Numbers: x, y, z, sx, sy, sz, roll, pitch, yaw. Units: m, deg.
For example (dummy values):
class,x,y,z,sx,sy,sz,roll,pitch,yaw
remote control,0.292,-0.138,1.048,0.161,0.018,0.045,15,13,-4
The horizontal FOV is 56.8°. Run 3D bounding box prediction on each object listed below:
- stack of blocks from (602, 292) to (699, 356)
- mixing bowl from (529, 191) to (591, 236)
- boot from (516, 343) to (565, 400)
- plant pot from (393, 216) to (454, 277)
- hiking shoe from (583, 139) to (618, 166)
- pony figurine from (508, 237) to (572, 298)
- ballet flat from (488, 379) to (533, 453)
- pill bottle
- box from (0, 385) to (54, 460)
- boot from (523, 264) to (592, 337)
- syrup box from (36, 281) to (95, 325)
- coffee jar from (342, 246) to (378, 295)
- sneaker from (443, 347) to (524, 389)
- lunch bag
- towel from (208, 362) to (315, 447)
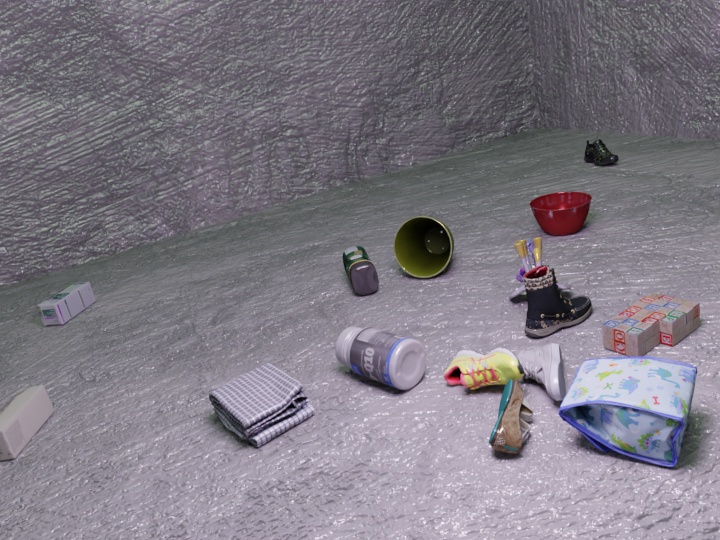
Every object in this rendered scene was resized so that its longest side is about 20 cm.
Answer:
class,x,y,z,sx,sy,sz,roll,pitch,yaw
stack of blocks,0.642,0.121,1.467,0.199,0.059,0.115,-23,24,-30
mixing bowl,0.663,-0.181,2.197,0.198,0.109,0.200,-9,20,3
boot,0.368,0.213,1.372,0.095,0.074,0.200,-12,11,18
plant pot,0.222,-0.084,2.115,0.186,0.189,0.200,-3,6,21
hiking shoe,1.046,-0.518,2.909,0.075,0.101,0.200,-18,21,-17
pony figurine,0.448,0.019,1.709,0.165,0.202,0.193,-11,3,19
ballet flat,0.289,0.278,1.254,0.065,0.071,0.200,23,32,11
pill bottle,0.042,0.193,1.517,0.113,0.115,0.199,-27,25,-38
box,-0.814,0.360,1.579,0.068,0.083,0.200,-10,19,5
boot,0.472,0.058,1.590,0.202,0.155,0.073,-21,22,-24
syrup box,-1.036,0.116,2.350,0.078,0.082,0.200,-6,19,17
coffee jar,0.000,0.000,2.074,0.085,0.105,0.200,-15,21,-4
sneaker,0.255,0.217,1.393,0.090,0.079,0.199,-33,11,-34
lunch bag,0.467,0.232,1.168,0.199,0.128,0.170,12,29,29
towel,-0.220,0.285,1.452,0.165,0.086,0.199,-25,24,-30
